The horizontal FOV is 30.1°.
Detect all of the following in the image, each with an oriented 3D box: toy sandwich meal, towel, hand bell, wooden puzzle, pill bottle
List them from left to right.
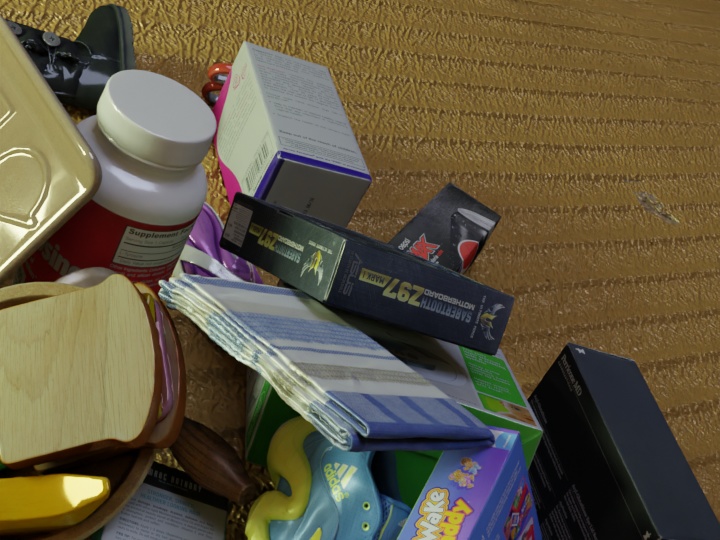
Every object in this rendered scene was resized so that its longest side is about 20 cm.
[{"bbox_3d":[-0.280,-0.056,0.960,0.186,0.200,0.046,51,11,32],"label":"wooden puzzle"},{"bbox_3d":[-0.208,0.083,0.835,0.202,0.071,0.208,-2,64,3],"label":"toy sandwich meal"},{"bbox_3d":[-0.181,-0.042,0.998,0.111,0.201,0.113,21,31,-14],"label":"pill bottle"},{"bbox_3d":[-0.139,0.094,0.900,0.199,0.105,0.103,37,30,32],"label":"hand bell"},{"bbox_3d":[-0.023,0.060,0.855,0.199,0.024,0.146,34,16,36],"label":"towel"}]

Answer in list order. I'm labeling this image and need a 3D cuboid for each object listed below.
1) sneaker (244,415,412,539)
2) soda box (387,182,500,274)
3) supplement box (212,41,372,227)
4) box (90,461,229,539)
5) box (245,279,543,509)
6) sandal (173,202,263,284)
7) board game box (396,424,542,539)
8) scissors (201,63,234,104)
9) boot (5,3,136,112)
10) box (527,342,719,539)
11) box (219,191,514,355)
[{"bbox_3d":[-0.024,0.182,0.842,0.076,0.104,0.203,38,52,-46],"label":"sneaker"},{"bbox_3d":[0.069,-0.014,1.302,0.070,0.064,0.200,34,32,7],"label":"soda box"},{"bbox_3d":[-0.073,-0.118,1.293,0.102,0.102,0.201,12,36,-27],"label":"supplement box"},{"bbox_3d":[-0.134,0.207,0.830,0.081,0.049,0.201,21,32,-13],"label":"box"},{"bbox_3d":[0.018,0.100,1.014,0.197,0.098,0.177,19,15,-9],"label":"box"},{"bbox_3d":[-0.120,-0.004,1.142,0.082,0.050,0.203,-2,44,-41],"label":"sandal"},{"bbox_3d":[0.056,0.216,0.841,0.044,0.136,0.201,7,43,28],"label":"board game box"},{"bbox_3d":[-0.075,-0.172,1.406,0.198,0.073,0.014,17,61,-25],"label":"scissors"},{"bbox_3d":[-0.319,-0.220,1.278,0.197,0.066,0.166,7,36,-25],"label":"boot"},{"bbox_3d":[0.187,0.180,1.050,0.078,0.142,0.201,12,36,-25],"label":"box"},{"bbox_3d":[0.000,0.000,1.019,0.156,0.052,0.199,17,5,-31],"label":"box"}]
